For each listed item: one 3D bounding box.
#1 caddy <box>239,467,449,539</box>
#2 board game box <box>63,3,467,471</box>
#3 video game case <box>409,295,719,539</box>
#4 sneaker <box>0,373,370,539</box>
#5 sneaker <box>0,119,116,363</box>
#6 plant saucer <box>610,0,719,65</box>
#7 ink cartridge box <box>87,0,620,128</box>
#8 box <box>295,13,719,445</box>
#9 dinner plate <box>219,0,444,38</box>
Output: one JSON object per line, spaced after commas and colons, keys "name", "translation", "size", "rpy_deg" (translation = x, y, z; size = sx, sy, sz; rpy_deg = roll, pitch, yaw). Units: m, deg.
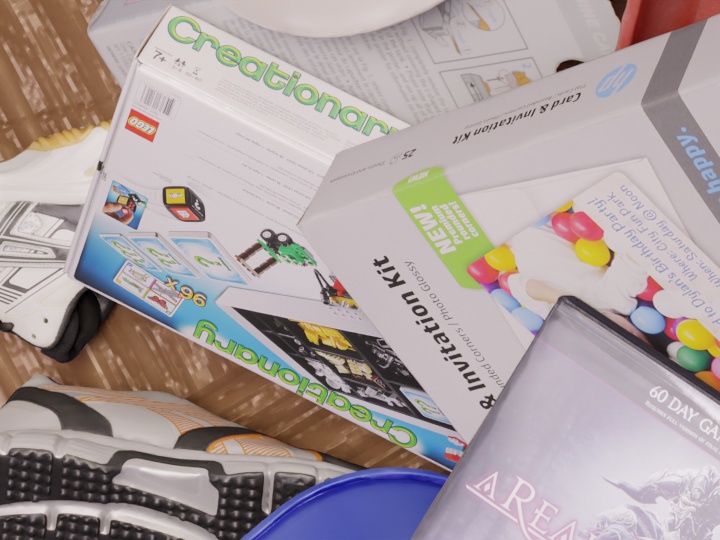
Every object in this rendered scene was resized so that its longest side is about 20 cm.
{"name": "caddy", "translation": [-0.010, 0.165, 0.958], "size": [0.200, 0.105, 0.142], "rpy_deg": [-38, 110, -1]}
{"name": "board game box", "translation": [0.000, 0.000, 0.931], "size": [0.199, 0.035, 0.126], "rpy_deg": [27, 140, 0]}
{"name": "video game case", "translation": [0.067, 0.130, 0.789], "size": [0.142, 0.019, 0.201], "rpy_deg": [34, 101, 16]}
{"name": "sneaker", "translation": [-0.054, 0.081, 1.019], "size": [0.199, 0.080, 0.074], "rpy_deg": [14, 119, -2]}
{"name": "sneaker", "translation": [-0.143, -0.003, 1.038], "size": [0.199, 0.076, 0.088], "rpy_deg": [-11, 90, 19]}
{"name": "plant saucer", "translation": [0.172, -0.036, 0.782], "size": [0.199, 0.037, 0.200], "rpy_deg": [21, 139, 10]}
{"name": "ink cartridge box", "translation": [0.024, -0.050, 0.930], "size": [0.199, 0.057, 0.163], "rpy_deg": [-11, 127, 30]}
{"name": "box", "translation": [0.101, 0.006, 0.807], "size": [0.199, 0.041, 0.156], "rpy_deg": [-16, 122, 40]}
{"name": "dinner plate", "translation": [0.003, -0.175, 0.867], "size": [0.199, 0.024, 0.202], "rpy_deg": [-13, 69, 35]}
